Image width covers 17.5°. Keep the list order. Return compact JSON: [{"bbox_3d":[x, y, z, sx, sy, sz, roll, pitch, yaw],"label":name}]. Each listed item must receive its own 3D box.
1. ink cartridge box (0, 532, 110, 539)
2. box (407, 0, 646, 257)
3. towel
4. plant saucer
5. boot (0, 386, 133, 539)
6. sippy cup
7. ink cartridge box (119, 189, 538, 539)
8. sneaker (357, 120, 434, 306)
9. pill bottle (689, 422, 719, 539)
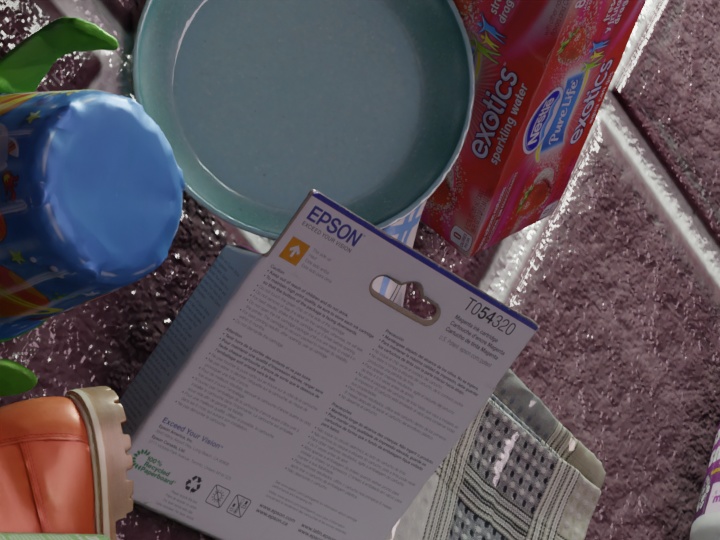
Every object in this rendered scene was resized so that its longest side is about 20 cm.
[{"bbox_3d":[-0.128,0.206,1.164,0.199,0.048,0.146,3,96,-18],"label":"ink cartridge box"},{"bbox_3d":[0.087,-0.122,1.418,0.095,0.100,0.201,-25,146,-45],"label":"box"},{"bbox_3d":[0.083,0.162,1.490,0.192,0.034,0.201,41,55,-35],"label":"towel"},{"bbox_3d":[-0.034,-0.109,1.355,0.199,0.036,0.201,3,77,-11],"label":"plant saucer"},{"bbox_3d":[-0.172,0.165,1.205,0.107,0.075,0.201,-6,94,-28],"label":"boot"},{"bbox_3d":[-0.164,-0.034,1.191,0.139,0.130,0.179,-19,97,-47],"label":"sippy cup"},{"bbox_3d":[-0.026,0.067,1.312,0.196,0.043,0.200,31,97,-39],"label":"ink cartridge box"},{"bbox_3d":[0.000,0.000,1.393,0.072,0.072,0.201,36,72,-55],"label":"sneaker"},{"bbox_3d":[0.296,0.166,1.660,0.112,0.112,0.201,42,55,-34],"label":"pill bottle"}]
